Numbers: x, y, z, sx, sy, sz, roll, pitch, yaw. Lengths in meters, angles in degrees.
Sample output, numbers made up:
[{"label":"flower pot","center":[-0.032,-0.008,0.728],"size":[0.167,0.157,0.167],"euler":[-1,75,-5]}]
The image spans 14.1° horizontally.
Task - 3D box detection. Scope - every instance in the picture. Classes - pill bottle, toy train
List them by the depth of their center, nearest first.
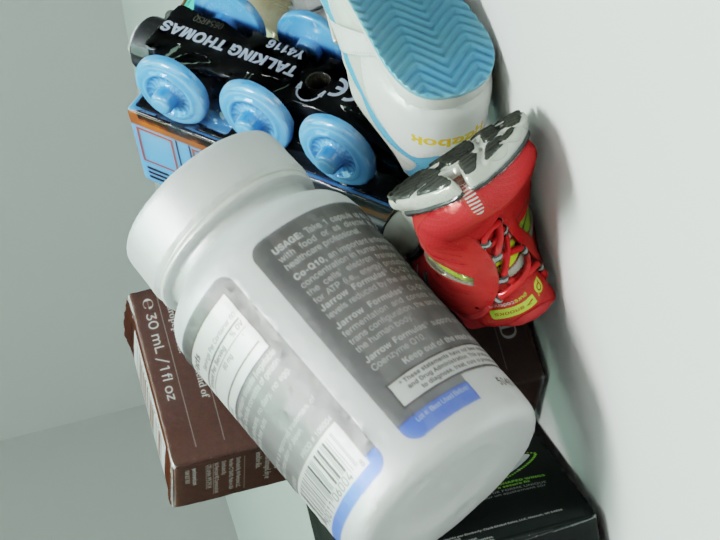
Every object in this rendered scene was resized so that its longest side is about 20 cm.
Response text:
[{"label":"pill bottle","center":[-0.018,0.034,1.405],"size":[0.200,0.114,0.114],"euler":[49,163,21]},{"label":"toy train","center":[-0.035,-0.077,1.553],"size":[0.199,0.087,0.115],"euler":[21,146,26]}]

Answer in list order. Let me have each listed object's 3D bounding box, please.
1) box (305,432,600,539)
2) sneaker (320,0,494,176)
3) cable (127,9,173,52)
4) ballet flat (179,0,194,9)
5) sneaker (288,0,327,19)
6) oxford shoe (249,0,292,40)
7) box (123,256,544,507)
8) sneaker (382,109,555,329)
[{"label":"box","center":[0.053,0.171,1.520],"size":[0.200,0.124,0.149],"euler":[-122,19,-69]},{"label":"sneaker","center":[0.010,-0.134,1.465],"size":[0.081,0.076,0.201],"euler":[94,162,-50]},{"label":"cable","center":[-0.074,-0.092,1.768],"size":[0.097,0.050,0.200],"euler":[51,-173,34]},{"label":"ballet flat","center":[-0.050,-0.202,1.770],"size":[0.068,0.072,0.200],"euler":[40,126,14]},{"label":"sneaker","center":[-0.027,-0.192,1.580],"size":[0.201,0.066,0.091],"euler":[61,-160,-23]},{"label":"oxford shoe","center":[-0.024,-0.092,1.714],"size":[0.074,0.071,0.200],"euler":[27,148,31]},{"label":"box","center":[-0.014,0.046,1.503],"size":[0.075,0.199,0.101],"euler":[101,153,-68]},{"label":"sneaker","center":[0.064,-0.016,1.382],"size":[0.085,0.077,0.200],"euler":[56,175,7]}]
